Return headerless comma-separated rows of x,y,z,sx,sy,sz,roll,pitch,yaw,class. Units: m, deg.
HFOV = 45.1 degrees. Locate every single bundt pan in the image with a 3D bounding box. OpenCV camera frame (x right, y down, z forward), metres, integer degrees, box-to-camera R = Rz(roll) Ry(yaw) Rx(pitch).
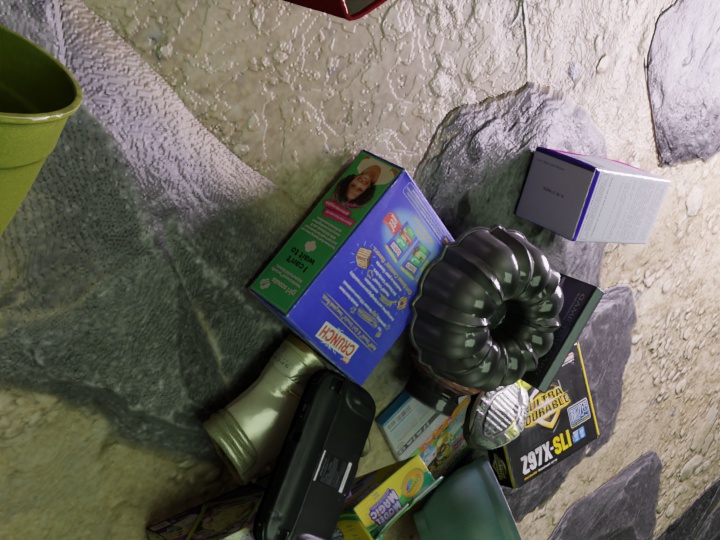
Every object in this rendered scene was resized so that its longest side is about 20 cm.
0.159,0.052,1.007,0.201,0.076,0.203,-13,114,-29,bundt pan

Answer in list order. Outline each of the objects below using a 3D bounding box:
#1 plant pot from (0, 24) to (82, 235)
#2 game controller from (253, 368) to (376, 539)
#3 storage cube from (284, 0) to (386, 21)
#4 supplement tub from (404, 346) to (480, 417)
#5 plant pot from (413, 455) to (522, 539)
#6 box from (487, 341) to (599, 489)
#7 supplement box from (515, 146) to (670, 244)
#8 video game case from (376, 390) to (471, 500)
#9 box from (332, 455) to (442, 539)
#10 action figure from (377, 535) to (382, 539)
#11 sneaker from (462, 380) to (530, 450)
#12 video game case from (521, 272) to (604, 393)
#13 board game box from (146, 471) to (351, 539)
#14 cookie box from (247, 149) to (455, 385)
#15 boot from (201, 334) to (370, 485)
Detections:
-0.313,-0.065,0.568,0.200,0.200,0.193,7,120,-45,plant pot
-0.045,0.211,0.937,0.104,0.042,0.201,40,65,-45,game controller
-0.025,-0.327,0.683,0.171,0.180,0.200,-39,135,-21,storage cube
0.135,0.085,1.116,0.107,0.107,0.201,30,90,-48,supplement tub
0.157,0.389,1.264,0.134,0.201,0.201,-21,130,-1,plant pot
0.269,0.215,1.314,0.199,0.049,0.160,-20,101,-35,box
0.322,-0.101,1.194,0.199,0.101,0.104,-1,113,-43,supplement box
0.104,0.223,1.230,0.143,0.018,0.200,-42,135,-19,video game case
0.006,0.285,1.047,0.117,0.200,0.048,-31,88,-38,box
-0.041,0.406,1.147,0.200,0.118,0.055,-33,120,-37,action figure
0.181,0.174,1.168,0.075,0.085,0.200,49,44,-7,sneaker
0.219,0.064,1.125,0.019,0.200,0.143,30,91,-23,video game case
-0.123,0.270,0.967,0.199,0.120,0.032,-17,94,-36,board game box
0.000,0.000,0.964,0.200,0.075,0.171,-51,137,-10,cookie box
-0.082,0.190,0.994,0.155,0.072,0.200,-44,129,-18,boot
